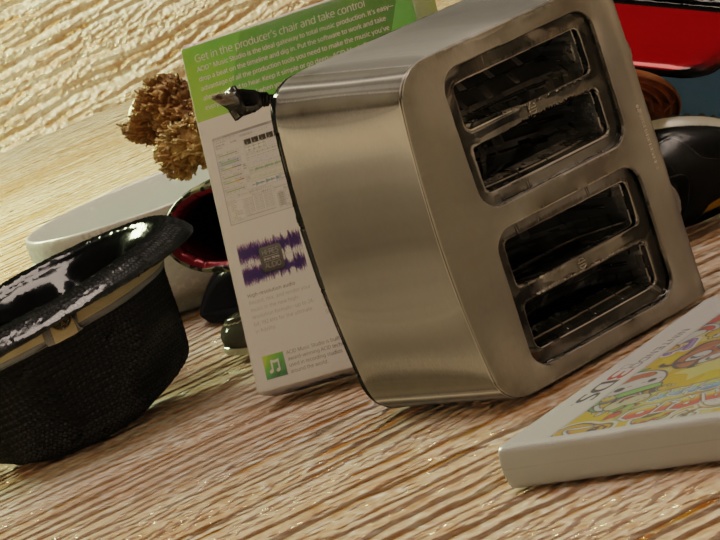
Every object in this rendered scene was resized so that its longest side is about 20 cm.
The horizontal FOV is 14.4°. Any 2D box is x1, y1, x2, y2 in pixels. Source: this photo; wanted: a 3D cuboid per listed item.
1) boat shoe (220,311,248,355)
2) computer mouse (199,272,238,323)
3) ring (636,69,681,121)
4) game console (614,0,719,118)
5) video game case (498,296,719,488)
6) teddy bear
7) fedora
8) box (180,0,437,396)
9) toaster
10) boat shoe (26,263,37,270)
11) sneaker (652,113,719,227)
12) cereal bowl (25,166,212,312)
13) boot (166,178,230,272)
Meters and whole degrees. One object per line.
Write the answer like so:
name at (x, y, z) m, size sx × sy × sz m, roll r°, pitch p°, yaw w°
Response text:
boat shoe at (0.000, 0.000, 1.691) m, size 0.199 × 0.057 × 0.067 m, roll -16°, pitch 10°, yaw 25°
computer mouse at (-0.011, -0.021, 1.864) m, size 0.200 × 0.046 × 0.140 m, roll -12°, pitch 13°, yaw 40°
ring at (0.087, -0.070, 1.626) m, size 0.200 × 0.019 × 0.201 m, roll -10°, pitch -18°, yaw -3°
game console at (0.154, -0.111, 1.710) m, size 0.199 × 0.173 × 0.119 m, roll 9°, pitch 55°, yaw 30°
video game case at (0.184, 0.037, 1.202) m, size 0.200 × 0.023 × 0.182 m, roll -12°, pitch 13°, yaw 42°
teddy bear at (-0.059, -0.089, 1.690) m, size 0.199 × 0.067 × 0.145 m, roll 1°, pitch 13°, yaw 36°
fedora at (-0.171, 0.050, 1.653) m, size 0.200 × 0.092 × 0.201 m, roll -26°, pitch 12°, yaw 6°
box at (-0.009, -0.046, 1.542) m, size 0.144 × 0.201 × 0.036 m, roll -16°, pitch -7°, yaw 22°
toaster at (0.059, -0.039, 1.412) m, size 0.200 × 0.181 × 0.118 m, roll -26°, pitch 12°, yaw -35°
boat shoe at (-0.203, 0.045, 1.858) m, size 0.064 × 0.071 × 0.200 m, roll -39°, pitch 15°, yaw -10°
sneaker at (0.133, -0.024, 1.578) m, size 0.199 × 0.070 × 0.090 m, roll -12°, pitch 39°, yaw -1°
cereal bowl at (-0.130, -0.019, 1.995) m, size 0.199 × 0.084 × 0.200 m, roll -20°, pitch 9°, yaw 3°
boot at (-0.008, -0.047, 1.732) m, size 0.203 × 0.074 × 0.154 m, roll -11°, pitch 8°, yaw 26°
